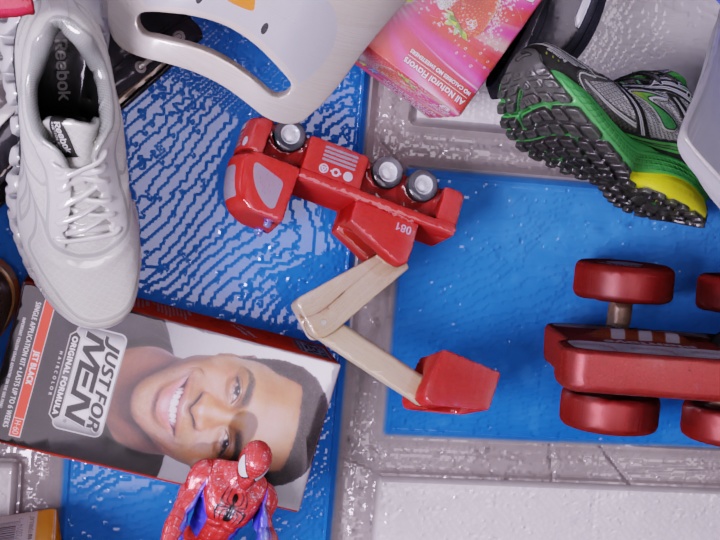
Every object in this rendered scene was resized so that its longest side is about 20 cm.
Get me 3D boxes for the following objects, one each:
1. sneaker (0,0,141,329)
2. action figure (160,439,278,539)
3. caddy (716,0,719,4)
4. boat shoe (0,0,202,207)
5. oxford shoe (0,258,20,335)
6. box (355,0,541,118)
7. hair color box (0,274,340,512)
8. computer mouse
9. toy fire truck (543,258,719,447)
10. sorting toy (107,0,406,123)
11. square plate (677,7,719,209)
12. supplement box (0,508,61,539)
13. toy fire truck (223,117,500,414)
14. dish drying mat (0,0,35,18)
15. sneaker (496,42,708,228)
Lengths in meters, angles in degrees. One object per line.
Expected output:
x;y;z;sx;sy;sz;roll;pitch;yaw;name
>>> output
-0.159;-0.056;0.707;0.075;0.081;0.200;-12;111;-17;sneaker
-0.101;0.191;0.766;0.065;0.099;0.200;23;115;-16;action figure
0.275;-0.227;0.808;0.200;0.105;0.142;33;83;-34;caddy
-0.177;-0.091;0.772;0.060;0.074;0.200;41;80;-7;boat shoe
-0.276;0.080;0.769;0.071;0.073;0.200;28;95;-13;oxford shoe
0.001;-0.189;0.777;0.200;0.095;0.100;35;90;-12;box
-0.123;0.075;0.803;0.200;0.061;0.102;15;94;-12;hair color box
0.146;-0.189;0.778;0.046;0.140;0.200;26;92;-8;computer mouse
0.213;0.060;0.799;0.200;0.168;0.112;6;96;0;toy fire truck
-0.050;-0.178;0.686;0.200;0.107;0.180;23;112;-10;sorting toy
0.273;-0.057;0.817;0.198;0.200;0.028;47;129;-12;square plate
-0.276;0.231;0.779;0.200;0.074;0.126;-9;108;-9;supplement box
0.000;0.000;0.804;0.200;0.049;0.141;20;76;-12;toy fire truck
-0.260;-0.153;0.607;0.200;0.018;0.077;-5;97;-11;dish drying mat
0.160;-0.097;0.810;0.200;0.078;0.085;24;80;-43;sneaker
